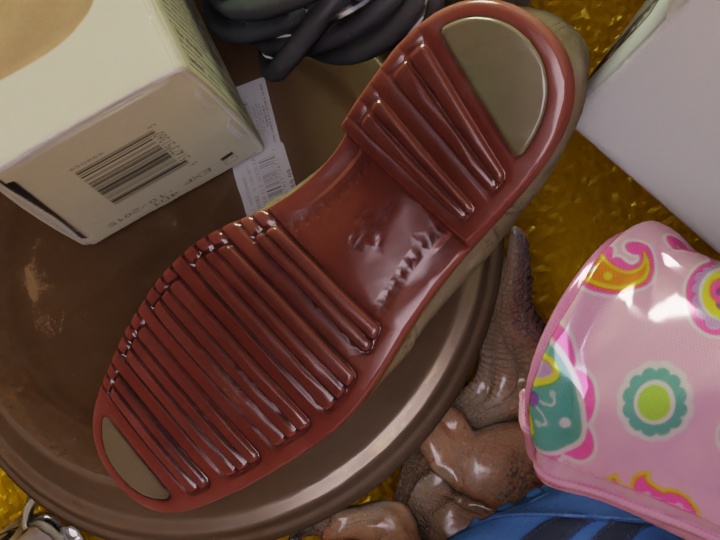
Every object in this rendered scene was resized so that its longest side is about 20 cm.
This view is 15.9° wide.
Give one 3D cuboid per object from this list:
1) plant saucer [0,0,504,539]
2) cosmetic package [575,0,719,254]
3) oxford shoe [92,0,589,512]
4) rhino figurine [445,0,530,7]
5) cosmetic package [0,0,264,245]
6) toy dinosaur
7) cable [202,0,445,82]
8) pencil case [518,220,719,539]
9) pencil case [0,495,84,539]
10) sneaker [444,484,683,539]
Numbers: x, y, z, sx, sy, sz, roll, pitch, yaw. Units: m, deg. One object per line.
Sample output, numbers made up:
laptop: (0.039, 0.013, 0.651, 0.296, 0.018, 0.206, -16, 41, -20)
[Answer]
plant saucer: (-0.051, -0.008, 0.850, 0.199, 0.029, 0.201, -6, 69, 17)
cosmetic package: (0.206, -0.067, 0.784, 0.200, 0.165, 0.165, 42, 135, -2)
oxford shoe: (0.000, 0.000, 0.782, 0.200, 0.075, 0.071, -43, 80, 21)
rhino figurine: (0.052, -0.169, 0.852, 0.060, 0.087, 0.200, 29, 96, -42)
cosmetic package: (-0.112, -0.118, 0.820, 0.071, 0.105, 0.201, -28, 73, 6)
toy dinosaur: (0.047, 0.090, 0.877, 0.135, 0.086, 0.201, 20, 92, 0)
cable: (0.002, -0.148, 0.813, 0.163, 0.200, 0.051, -34, 139, 11)
pencil case: (0.141, 0.063, 0.710, 0.199, 0.087, 0.088, 29, 96, 21)
pencil case: (-0.069, 0.168, 0.889, 0.200, 0.078, 0.090, 40, 110, -2)
sneaker: (0.070, 0.092, 0.823, 0.199, 0.066, 0.079, -7, 54, -18)
